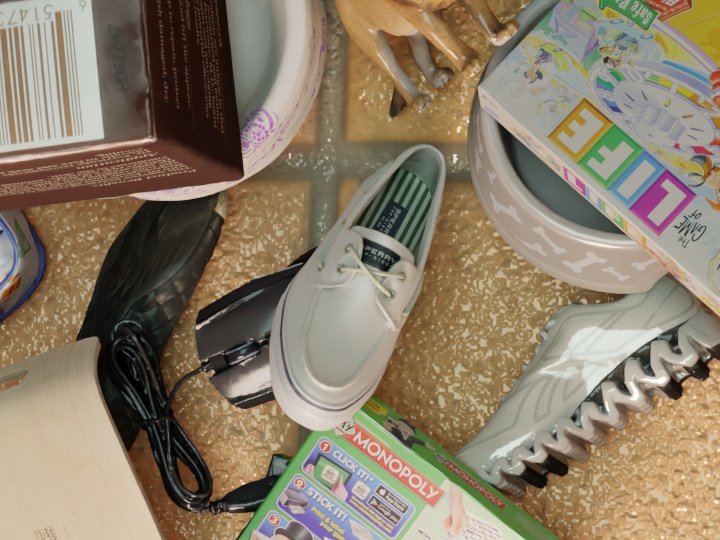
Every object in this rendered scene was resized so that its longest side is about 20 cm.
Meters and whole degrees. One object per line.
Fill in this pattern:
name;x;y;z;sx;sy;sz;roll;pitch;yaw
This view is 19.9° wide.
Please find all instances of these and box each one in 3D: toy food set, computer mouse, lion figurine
toy food set;-0.186;0.152;1.272;0.142;0.060;0.202;-18;105;16
computer mouse;-0.048;0.069;1.261;0.198;0.046;0.142;-21;92;-8
lion figurine;0.023;-0.162;1.205;0.123;0.200;0.072;47;62;-5

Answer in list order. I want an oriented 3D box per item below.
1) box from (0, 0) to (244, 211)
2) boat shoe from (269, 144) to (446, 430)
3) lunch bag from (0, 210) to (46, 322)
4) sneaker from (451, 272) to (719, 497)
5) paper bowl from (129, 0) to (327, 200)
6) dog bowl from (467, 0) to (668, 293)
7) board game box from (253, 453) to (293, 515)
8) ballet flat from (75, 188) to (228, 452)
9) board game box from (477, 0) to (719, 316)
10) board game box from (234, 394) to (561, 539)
box;-0.170;-0.130;1.127;0.164;0.200;0.166;-7;86;9
boat shoe;0.000;0.000;1.209;0.073;0.067;0.201;25;49;-8
lunch bag;-0.311;0.005;1.316;0.200;0.076;0.161;-39;85;5
sneaker;0.126;0.071;1.247;0.199;0.075;0.081;-34;72;2
paper bowl;-0.119;-0.144;1.272;0.198;0.104;0.203;0;89;10
dog bowl;0.160;-0.090;1.225;0.198;0.059;0.202;-2;75;6
board game box;0.023;0.195;1.278;0.198;0.023;0.106;19;89;10
ballet flat;-0.138;0.027;1.306;0.066;0.057;0.201;26;87;38
board game box;0.184;-0.083;1.171;0.200;0.034;0.135;42;84;16
board game box;0.035;0.178;1.226;0.199;0.029;0.135;38;114;5
